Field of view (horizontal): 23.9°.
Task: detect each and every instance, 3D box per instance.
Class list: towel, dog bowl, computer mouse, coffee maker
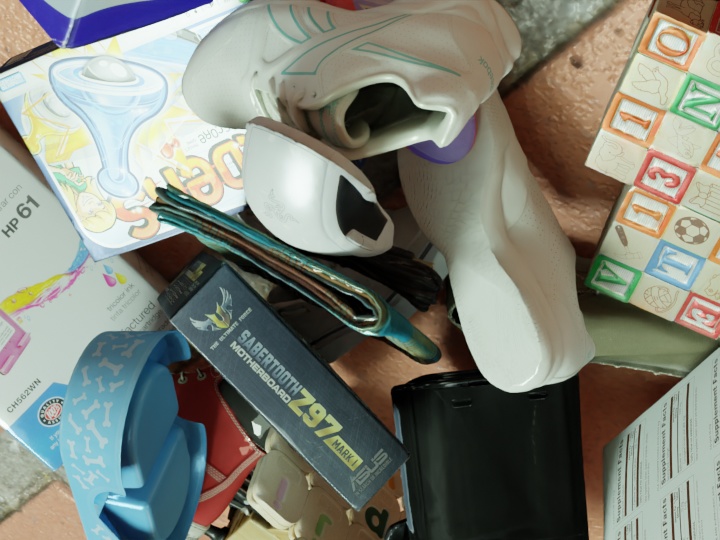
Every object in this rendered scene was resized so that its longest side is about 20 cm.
[{"bbox_3d":[-0.030,0.010,0.967,0.146,0.022,0.200,28,176,14],"label":"towel"},{"bbox_3d":[-0.148,0.117,1.114,0.049,0.112,0.201,13,142,13],"label":"dog bowl"},{"bbox_3d":[-0.022,-0.026,0.906,0.109,0.044,0.200,27,172,20],"label":"computer mouse"},{"bbox_3d":[0.095,0.161,1.071,0.191,0.133,0.203,-11,84,59],"label":"coffee maker"}]

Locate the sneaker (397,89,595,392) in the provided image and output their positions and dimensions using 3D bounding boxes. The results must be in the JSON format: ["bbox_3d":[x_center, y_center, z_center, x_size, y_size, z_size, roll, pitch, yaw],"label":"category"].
[{"bbox_3d":[0.085,-0.031,0.993,0.075,0.088,0.202,-21,81,42],"label":"sneaker"}]

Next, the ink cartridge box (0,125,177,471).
[{"bbox_3d":[-0.235,0.013,1.160,0.145,0.085,0.200,-46,107,1],"label":"ink cartridge box"}]

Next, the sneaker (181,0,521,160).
[{"bbox_3d":[-0.019,-0.097,0.875,0.198,0.081,0.071,-3,132,34],"label":"sneaker"}]

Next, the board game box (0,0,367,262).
[{"bbox_3d":[-0.108,-0.095,1.020,0.198,0.035,0.136,-18,113,26],"label":"board game box"}]

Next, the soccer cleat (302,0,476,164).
[{"bbox_3d":[-0.005,-0.139,0.924,0.066,0.076,0.201,-18,106,40],"label":"soccer cleat"}]

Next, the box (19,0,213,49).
[{"bbox_3d":[-0.139,-0.248,0.845,0.184,0.104,0.201,49,141,17],"label":"box"}]

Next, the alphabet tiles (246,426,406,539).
[{"bbox_3d":[0.004,0.184,1.175,0.015,0.196,0.200,-33,113,31],"label":"alphabet tiles"}]

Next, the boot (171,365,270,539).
[{"bbox_3d":[-0.140,0.079,1.249,0.144,0.072,0.200,-48,70,8],"label":"boot"}]

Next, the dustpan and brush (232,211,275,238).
[{"bbox_3d":[-0.103,-0.073,1.077,0.200,0.057,0.139,44,135,-18],"label":"dustpan and brush"}]

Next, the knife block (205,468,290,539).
[{"bbox_3d":[-0.070,0.206,1.331,0.174,0.064,0.201,4,133,24],"label":"knife block"}]

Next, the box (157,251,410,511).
[{"bbox_3d":[-0.053,0.062,1.054,0.158,0.051,0.200,45,175,-7],"label":"box"}]

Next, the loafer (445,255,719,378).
[{"bbox_3d":[0.141,0.034,1.053,0.198,0.070,0.076,13,136,15],"label":"loafer"}]

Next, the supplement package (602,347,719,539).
[{"bbox_3d":[0.273,0.150,1.013,0.190,0.148,0.200,21,140,-17],"label":"supplement package"}]

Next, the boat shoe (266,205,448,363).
[{"bbox_3d":[0.000,0.000,1.086,0.066,0.074,0.200,34,138,-12],"label":"boat shoe"}]

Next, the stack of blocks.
[{"bbox_3d":[0.187,-0.064,0.943,0.114,0.059,0.201,23,138,4],"label":"stack of blocks"}]
